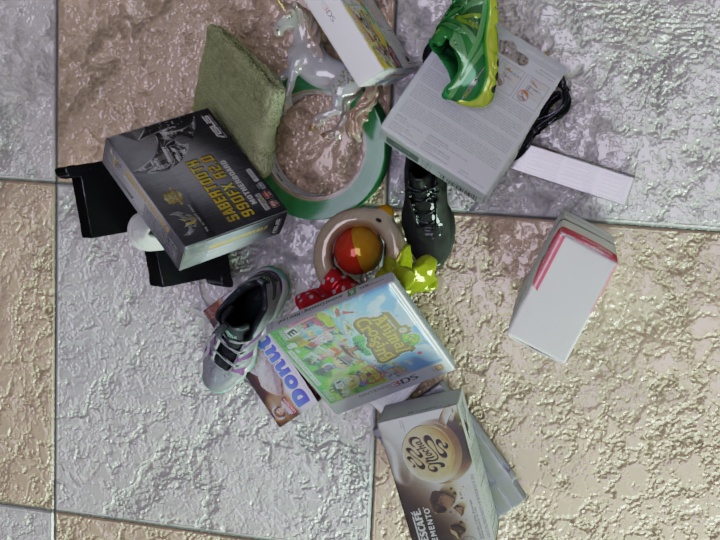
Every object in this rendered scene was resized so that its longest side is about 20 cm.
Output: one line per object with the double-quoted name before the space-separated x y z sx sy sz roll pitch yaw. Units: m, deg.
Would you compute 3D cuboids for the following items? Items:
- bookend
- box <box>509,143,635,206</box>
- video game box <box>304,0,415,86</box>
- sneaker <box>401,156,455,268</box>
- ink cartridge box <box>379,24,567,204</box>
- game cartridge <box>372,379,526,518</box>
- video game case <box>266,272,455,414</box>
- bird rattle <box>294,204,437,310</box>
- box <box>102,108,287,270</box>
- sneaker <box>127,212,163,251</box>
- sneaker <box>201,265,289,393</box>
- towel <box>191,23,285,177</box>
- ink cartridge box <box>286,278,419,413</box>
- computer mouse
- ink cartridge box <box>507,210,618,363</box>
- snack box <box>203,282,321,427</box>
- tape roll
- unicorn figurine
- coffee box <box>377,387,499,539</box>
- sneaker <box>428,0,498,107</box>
"bookend" -0.294 -0.058 1.674 0.198 0.092 0.201 -13 97 -22
"box" 0.257 -0.135 1.604 0.199 0.039 0.042 18 103 11
"video game box" -0.015 -0.329 1.568 0.047 0.182 0.201 -32 89 16
"sneaker" 0.084 -0.099 1.626 0.075 0.091 0.201 -5 99 9
"ink cartridge box" 0.143 -0.210 1.561 0.162 0.057 0.201 33 76 6
"game cartridge" 0.125 0.265 1.701 0.129 0.038 0.200 -36 89 12
"video game case" 0.003 0.100 1.595 0.181 0.022 0.200 -23 133 15
"bird rattle" 0.000 0.000 1.631 0.199 0.113 0.164 -17 79 24
"box" -0.213 -0.108 1.570 0.200 0.158 0.048 52 143 24
"sneaker" -0.201 -0.063 1.614 0.199 0.088 0.076 -17 99 -21
"sneaker" -0.176 0.087 1.665 0.077 0.140 0.201 28 101 7
"towel" -0.164 -0.229 1.636 0.200 0.036 0.149 46 134 39
"ink cartridge box" 0.003 0.095 1.697 0.200 0.050 0.109 43 106 6
"computer mouse" 0.180 -0.253 1.589 0.140 0.046 0.200 -37 77 1
"ink cartridge box" 0.255 0.016 1.544 0.084 0.200 0.146 27 104 3
"snack box" -0.140 0.120 1.748 0.072 0.024 0.201 -34 89 14
"tape roll" -0.058 -0.171 1.672 0.199 0.048 0.202 2 99 13
"unicorn figurine" -0.064 -0.261 1.606 0.199 0.074 0.138 28 99 -6
"coffee box" 0.106 0.273 1.643 0.112 0.080 0.201 -14 99 12
"sneaker" 0.126 -0.302 1.518 0.083 0.074 0.201 -1 79 -4
